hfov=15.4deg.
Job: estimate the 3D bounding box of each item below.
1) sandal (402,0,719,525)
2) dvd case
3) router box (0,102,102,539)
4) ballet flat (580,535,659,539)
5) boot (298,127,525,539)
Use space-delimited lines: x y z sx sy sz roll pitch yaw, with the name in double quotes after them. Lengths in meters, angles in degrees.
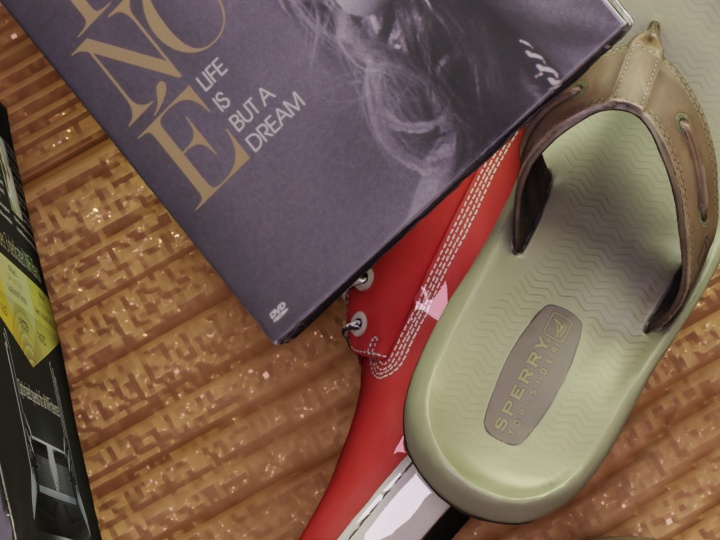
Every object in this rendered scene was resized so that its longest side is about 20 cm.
0.076 -0.020 0.784 0.080 0.057 0.201 21 72 4 "sandal"
-0.035 -0.100 0.793 0.149 0.016 0.200 -42 81 22 "dvd case"
-0.125 0.013 0.775 0.052 0.200 0.158 -13 82 -1 "router box"
0.016 0.133 0.819 0.199 0.072 0.068 -16 83 0 "ballet flat"
0.000 0.000 0.840 0.144 0.072 0.200 32 77 6 "boot"
